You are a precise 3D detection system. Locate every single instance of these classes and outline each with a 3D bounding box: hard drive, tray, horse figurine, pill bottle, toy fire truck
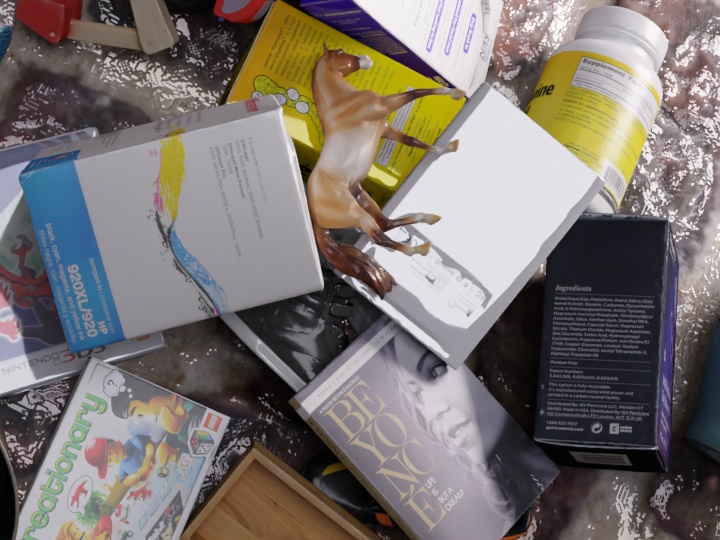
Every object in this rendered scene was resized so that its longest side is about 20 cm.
[{"bbox_3d":[0.090,-0.036,1.261,0.132,0.025,0.200,39,89,-6],"label":"hard drive"},{"bbox_3d":[-0.040,0.241,1.257,0.200,0.037,0.099,39,95,-7],"label":"tray"},{"bbox_3d":[0.006,-0.082,1.224,0.132,0.050,0.200,11,84,11],"label":"horse figurine"},{"bbox_3d":[0.207,-0.136,1.390,0.112,0.112,0.200,28,71,-9],"label":"pill bottle"},{"bbox_3d":[-0.175,-0.235,1.273,0.200,0.049,0.141,23,111,2],"label":"toy fire truck"}]

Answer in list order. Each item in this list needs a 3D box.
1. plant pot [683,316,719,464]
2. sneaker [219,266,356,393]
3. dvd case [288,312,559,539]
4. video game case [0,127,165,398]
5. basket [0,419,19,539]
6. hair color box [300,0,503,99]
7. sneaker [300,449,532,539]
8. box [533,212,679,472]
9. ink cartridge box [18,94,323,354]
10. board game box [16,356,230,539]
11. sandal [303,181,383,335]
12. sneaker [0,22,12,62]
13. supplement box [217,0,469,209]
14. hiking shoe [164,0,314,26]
[{"bbox_3d":[0.393,0.105,1.362,0.200,0.200,0.188,32,87,-8],"label":"plant pot"},{"bbox_3d":[-0.020,0.062,1.287,0.200,0.071,0.099,42,94,-1],"label":"sneaker"},{"bbox_3d":[0.056,0.136,1.247,0.200,0.016,0.149,48,54,2],"label":"dvd case"},{"bbox_3d":[-0.277,-0.004,1.263,0.182,0.023,0.200,-17,83,-19],"label":"video game case"},{"bbox_3d":[-0.321,0.142,1.114,0.136,0.200,0.180,-34,95,-8],"label":"basket"},{"bbox_3d":[0.040,-0.234,1.333,0.200,0.065,0.109,31,67,-45],"label":"hair color box"},{"bbox_3d":[0.051,0.188,1.284,0.200,0.090,0.070,15,74,-14],"label":"sneaker"},{"bbox_3d":[0.216,0.065,1.316,0.104,0.148,0.200,2,77,16],"label":"box"},{"bbox_3d":[-0.141,-0.041,1.180,0.200,0.147,0.145,-14,102,-2],"label":"ink cartridge box"},{"bbox_3d":[-0.202,0.185,1.228,0.126,0.035,0.200,25,77,-12],"label":"board game box"},{"bbox_3d":[0.005,-0.004,1.331,0.203,0.082,0.050,48,27,-1],"label":"sandal"},{"bbox_3d":[-0.381,-0.154,1.242,0.081,0.077,0.200,41,64,4],"label":"sneaker"},{"bbox_3d":[-0.019,-0.127,1.321,0.200,0.109,0.110,26,72,-9],"label":"supplement box"},{"bbox_3d":[-0.121,-0.272,1.322,0.200,0.101,0.076,10,63,-17],"label":"hiking shoe"}]
